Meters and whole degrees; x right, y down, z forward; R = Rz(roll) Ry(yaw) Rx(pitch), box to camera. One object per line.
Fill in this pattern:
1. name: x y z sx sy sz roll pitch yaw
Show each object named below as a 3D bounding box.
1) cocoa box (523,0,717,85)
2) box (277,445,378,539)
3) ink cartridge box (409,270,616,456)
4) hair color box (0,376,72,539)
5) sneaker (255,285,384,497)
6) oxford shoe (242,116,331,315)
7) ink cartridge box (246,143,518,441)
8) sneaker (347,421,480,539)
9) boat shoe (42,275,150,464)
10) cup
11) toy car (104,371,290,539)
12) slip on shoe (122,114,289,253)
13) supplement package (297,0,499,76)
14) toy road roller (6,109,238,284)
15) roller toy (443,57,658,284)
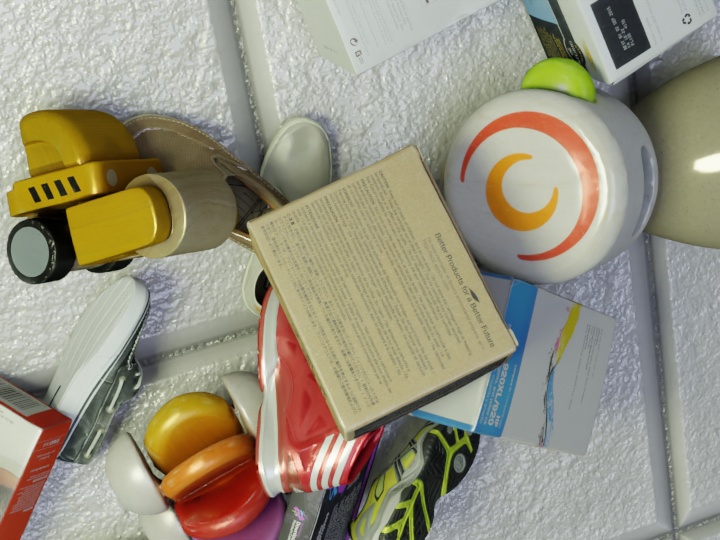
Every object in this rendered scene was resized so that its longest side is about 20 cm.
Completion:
1. cocoa box: 0.220 -0.301 1.277 0.133 0.131 0.201 -32 115 -8
2. box: -0.031 0.223 1.335 0.036 0.200 0.144 19 102 11
3. ink cartridge box: 0.127 0.084 1.309 0.199 0.146 0.146 19 84 -48
4. hair color box: -0.359 0.203 1.249 0.110 0.064 0.201 27 100 14
5. sneaker: -0.032 0.104 1.228 0.114 0.078 0.202 -3 71 8
6. oxford shoe: -0.066 -0.046 1.302 0.075 0.058 0.202 10 102 -20
7. ink cartridge box: 0.017 0.020 1.163 0.164 0.075 0.201 -24 76 -7
8. sneaker: 0.054 0.208 1.404 0.200 0.076 0.076 -50 123 -32
9. boat shoe: -0.242 0.096 1.287 0.071 0.072 0.201 22 110 -32
10. cup: 0.329 -0.108 1.365 0.142 0.201 0.202 -10 113 14
11. toy car: -0.130 0.209 1.294 0.174 0.150 0.201 -31 141 -9
12. slip on shoe: -0.137 -0.076 1.237 0.199 0.061 0.076 37 89 -5
13. supplement package: 0.045 -0.278 1.233 0.199 0.114 0.110 -29 115 -10
14. toy road roller: -0.216 -0.075 1.175 0.199 0.123 0.147 -11 91 29
15. roller toy: 0.182 -0.083 1.295 0.200 0.139 0.183 -40 80 29
